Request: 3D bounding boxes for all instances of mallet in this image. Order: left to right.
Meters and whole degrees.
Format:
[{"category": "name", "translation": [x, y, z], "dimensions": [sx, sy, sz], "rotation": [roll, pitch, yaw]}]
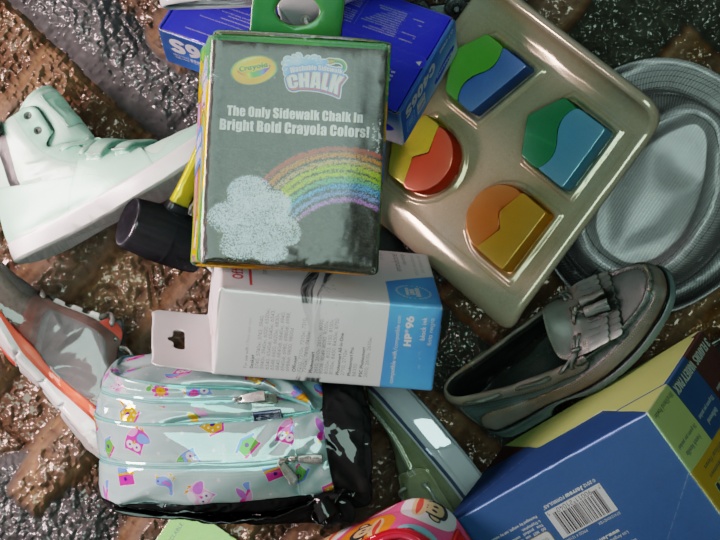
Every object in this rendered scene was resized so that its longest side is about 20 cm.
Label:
[{"category": "mallet", "translation": [-0.100, -0.090, 1.684], "dimensions": [0.066, 0.041, 0.200], "rotation": [29, 98, -27]}]

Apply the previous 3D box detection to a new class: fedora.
[{"category": "fedora", "translation": [0.219, -0.063, 1.741], "dimensions": [0.177, 0.090, 0.200], "rotation": [40, 91, 2]}]

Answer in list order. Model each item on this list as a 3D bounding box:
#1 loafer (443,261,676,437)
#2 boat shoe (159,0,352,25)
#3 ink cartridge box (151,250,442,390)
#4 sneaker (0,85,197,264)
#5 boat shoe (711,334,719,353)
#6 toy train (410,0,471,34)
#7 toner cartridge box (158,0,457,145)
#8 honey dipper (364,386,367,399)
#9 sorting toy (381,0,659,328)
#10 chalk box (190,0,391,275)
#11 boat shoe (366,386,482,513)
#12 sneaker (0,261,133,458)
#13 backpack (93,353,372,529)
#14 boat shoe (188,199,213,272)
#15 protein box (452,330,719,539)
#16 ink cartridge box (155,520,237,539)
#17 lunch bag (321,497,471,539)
[{"category": "loafer", "translation": [0.142, 0.056, 1.709], "dimensions": [0.063, 0.072, 0.200], "rotation": [23, 132, -32]}, {"category": "boat shoe", "translation": [-0.048, -0.205, 1.691], "dimensions": [0.199, 0.072, 0.069], "rotation": [6, 87, -2]}, {"category": "ink cartridge box", "translation": [-0.048, 0.028, 1.688], "dimensions": [0.199, 0.116, 0.068], "rotation": [5, 109, -7]}, {"category": "sneaker", "translation": [-0.196, -0.096, 1.754], "dimensions": [0.200, 0.074, 0.119], "rotation": [-24, 82, 18]}, {"category": "boat shoe", "translation": [0.276, 0.086, 1.748], "dimensions": [0.201, 0.066, 0.072], "rotation": [-37, 90, 3]}, {"category": "toy train", "translation": [-0.011, -0.176, 1.785], "dimensions": [0.199, 0.034, 0.046], "rotation": [-6, 100, 2]}, {"category": "toner cartridge box", "translation": [-0.038, -0.169, 1.728], "dimensions": [0.199, 0.043, 0.095], "rotation": [21, 64, 18]}, {"category": "honey dipper", "translation": [0.000, 0.000, 1.762], "dimensions": [0.038, 0.038, 0.201], "rotation": [-3, 103, 3]}, {"category": "sorting toy", "translation": [0.097, -0.088, 1.723], "dimensions": [0.185, 0.036, 0.200], "rotation": [41, 105, 28]}, {"category": "chalk box", "translation": [-0.048, -0.100, 1.602], "dimensions": [0.124, 0.124, 0.201], "rotation": [4, 89, -7]}, {"category": "boat shoe", "translation": [0.061, 0.164, 1.756], "dimensions": [0.062, 0.072, 0.200], "rotation": [-38, 90, 0]}, {"category": "sneaker", "translation": [-0.222, 0.052, 1.780], "dimensions": [0.082, 0.077, 0.200], "rotation": [-40, 96, -12]}, {"category": "backpack", "translation": [-0.093, 0.121, 1.711], "dimensions": [0.199, 0.167, 0.127], "rotation": [-1, 90, -2]}, {"category": "boat shoe", "translation": [-0.062, -0.085, 1.767], "dimensions": [0.200, 0.076, 0.060], "rotation": [-47, 44, -8]}, {"category": "protein box", "translation": [0.207, 0.191, 1.665], "dimensions": [0.198, 0.135, 0.200], "rotation": [-34, 96, 34]}, {"category": "ink cartridge box", "translation": [-0.095, 0.291, 1.759], "dimensions": [0.200, 0.076, 0.148], "rotation": [34, 91, 1]}, {"category": "lunch bag", "translation": [0.047, 0.264, 1.649], "dimensions": [0.176, 0.082, 0.200], "rotation": [-29, 100, 22]}]
